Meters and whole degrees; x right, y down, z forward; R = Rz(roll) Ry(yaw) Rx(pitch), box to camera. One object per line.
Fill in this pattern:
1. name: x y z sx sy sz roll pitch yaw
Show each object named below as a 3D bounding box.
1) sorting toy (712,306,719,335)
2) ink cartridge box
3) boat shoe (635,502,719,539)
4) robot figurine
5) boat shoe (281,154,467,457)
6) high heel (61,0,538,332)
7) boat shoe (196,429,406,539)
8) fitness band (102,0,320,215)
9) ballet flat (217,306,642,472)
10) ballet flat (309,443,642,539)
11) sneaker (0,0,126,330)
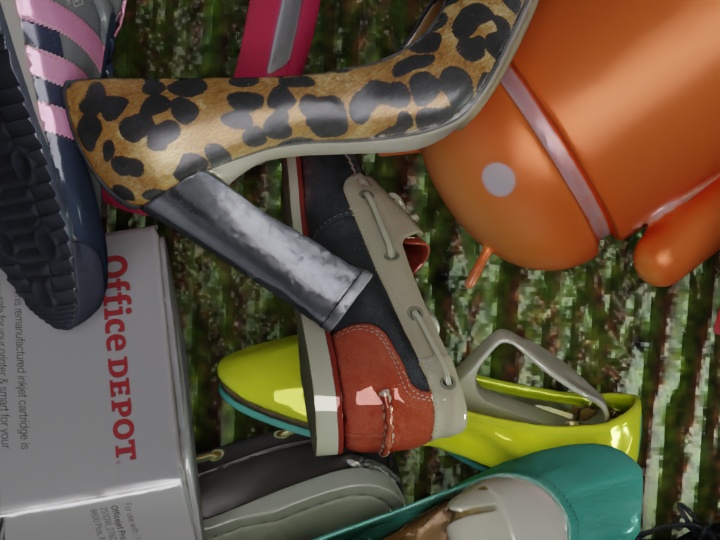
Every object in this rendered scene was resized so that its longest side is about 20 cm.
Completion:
1. sorting toy: 0.218 -0.049 0.944 0.069 0.200 0.200 19 98 21
2. ink cartridge box: -0.170 0.073 0.952 0.199 0.145 0.084 -9 139 -1
3. boat shoe: 0.159 0.141 1.007 0.199 0.075 0.063 10 113 -9
4. robot figurine: 0.110 -0.076 0.969 0.199 0.117 0.144 -33 111 2
5. boat shoe: 0.000 0.000 0.948 0.062 0.201 0.071 -6 131 -4
6. high heel: -0.018 -0.094 0.885 0.142 0.071 0.201 34 77 -3
7. boat shoe: -0.078 0.118 1.009 0.200 0.061 0.072 -13 126 0
8. fitness band: -0.088 -0.119 0.950 0.143 0.037 0.201 30 124 19
9. ballet flat: 0.037 0.052 0.996 0.199 0.067 0.067 18 110 -12
10. ballet flat: 0.030 0.128 0.947 0.199 0.070 0.068 -22 77 5
11. sneaker: -0.122 -0.078 0.913 0.082 0.070 0.201 -25 113 -39
